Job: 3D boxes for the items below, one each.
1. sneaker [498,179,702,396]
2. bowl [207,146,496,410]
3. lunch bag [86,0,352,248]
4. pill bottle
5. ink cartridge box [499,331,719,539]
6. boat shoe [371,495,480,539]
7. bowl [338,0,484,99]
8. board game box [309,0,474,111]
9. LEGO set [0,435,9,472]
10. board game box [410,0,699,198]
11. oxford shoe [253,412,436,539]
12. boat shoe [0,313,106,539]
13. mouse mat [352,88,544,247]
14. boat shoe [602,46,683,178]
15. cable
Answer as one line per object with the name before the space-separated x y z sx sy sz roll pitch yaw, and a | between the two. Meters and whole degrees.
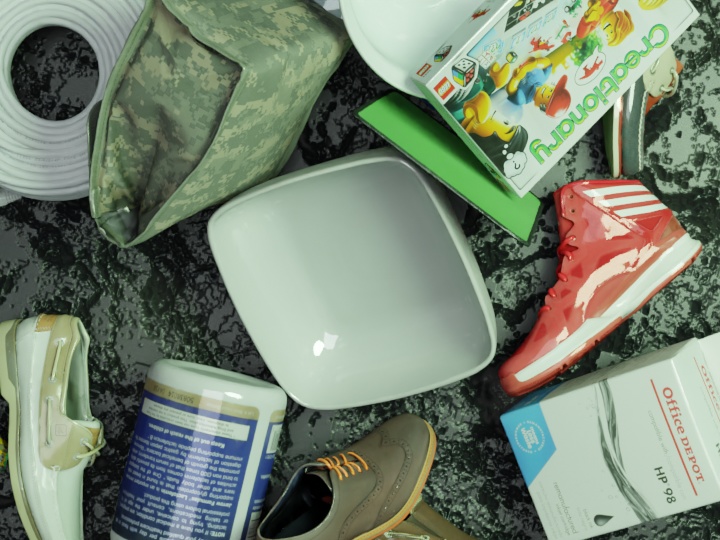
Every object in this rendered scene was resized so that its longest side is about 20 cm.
sneaker | 0.167 0.004 1.306 0.199 0.078 0.116 -37 81 -11
bowl | 0.000 0.000 1.261 0.198 0.075 0.201 -16 112 24
lunch bag | -0.118 -0.118 1.225 0.117 0.164 0.201 39 123 14
pill bottle | -0.134 0.180 1.282 0.114 0.116 0.202 14 90 1
ink cartridge box | 0.221 0.129 1.254 0.199 0.067 0.117 -23 89 33
boat shoe | 0.047 0.218 1.301 0.200 0.075 0.076 1 84 1
bowl | 0.060 -0.238 1.229 0.199 0.090 0.203 -7 111 -19
board game box | 0.051 -0.271 1.311 0.199 0.043 0.200 41 91 -1
LEGO set | -0.388 0.131 1.267 0.198 0.116 0.155 -25 65 7
board game box | 0.148 -0.170 1.219 0.200 0.035 0.126 -46 118 -1
oxford shoe | -0.009 0.171 1.262 0.071 0.073 0.200 23 50 30
boat shoe | -0.243 0.135 1.304 0.068 0.075 0.202 -10 89 7
mouse mat | 0.072 -0.083 1.237 0.160 0.200 0.008 37 104 1
boat shoe | 0.230 -0.173 1.299 0.062 0.071 0.203 5 86 -2
cable | -0.247 -0.158 1.305 0.197 0.069 0.203 -8 90 1
